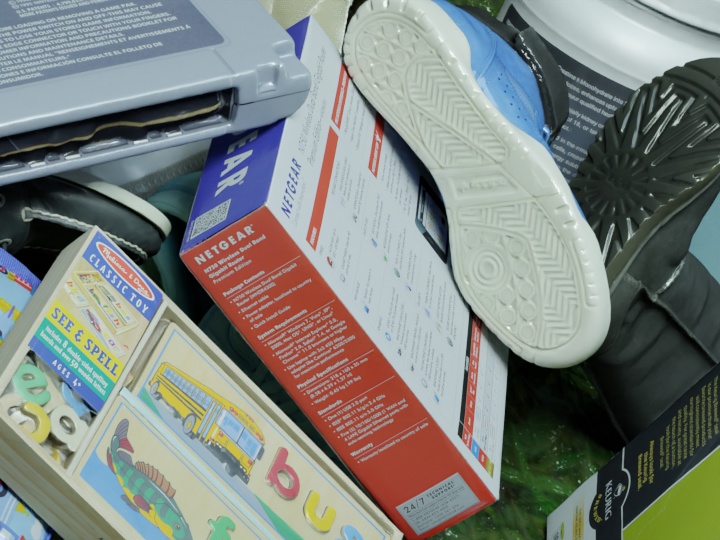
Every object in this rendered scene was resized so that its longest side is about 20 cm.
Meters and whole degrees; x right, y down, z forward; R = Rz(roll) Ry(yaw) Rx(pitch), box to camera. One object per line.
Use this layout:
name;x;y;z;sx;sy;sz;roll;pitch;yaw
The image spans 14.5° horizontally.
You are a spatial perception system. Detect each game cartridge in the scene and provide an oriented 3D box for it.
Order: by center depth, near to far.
game cartridge;-0.139;-0.096;1.249;0.200;0.041;0.133;-14;47;-27

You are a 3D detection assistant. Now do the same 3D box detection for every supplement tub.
supplement tub;0.125;-0.085;1.519;0.140;0.200;0.140;22;23;-10

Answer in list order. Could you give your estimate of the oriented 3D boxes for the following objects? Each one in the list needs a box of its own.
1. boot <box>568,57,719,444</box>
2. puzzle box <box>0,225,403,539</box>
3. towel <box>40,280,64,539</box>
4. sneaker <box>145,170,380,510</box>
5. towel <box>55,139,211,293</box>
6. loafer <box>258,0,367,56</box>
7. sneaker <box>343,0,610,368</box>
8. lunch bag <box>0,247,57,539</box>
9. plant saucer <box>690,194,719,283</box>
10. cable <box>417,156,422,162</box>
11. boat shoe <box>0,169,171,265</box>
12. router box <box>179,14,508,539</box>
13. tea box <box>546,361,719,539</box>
boot;0.170;0.000;1.466;0.073;0.182;0.200;46;4;40
puzzle box;-0.071;0.089;1.187;0.200;0.025;0.133;45;34;-15
towel;-0.133;0.096;1.244;0.148;0.036;0.200;38;36;-9
sneaker;-0.052;0.047;1.331;0.082;0.074;0.200;-14;74;-47
towel;-0.107;-0.071;1.372;0.149;0.031;0.200;-29;100;-47
loafer;-0.004;-0.061;1.457;0.076;0.068;0.200;-17;90;-56
sneaker;0.076;-0.048;1.376;0.200;0.077;0.111;57;27;13
lunch bag;-0.193;0.050;1.166;0.200;0.094;0.151;30;37;-9
plant saucer;0.192;-0.031;1.700;0.200;0.027;0.200;26;39;-23
cable;-0.001;-0.131;1.558;0.050;0.097;0.200;3;47;-30
boat shoe;-0.186;-0.023;1.267;0.199;0.074;0.066;18;71;-16
router box;0.000;0.000;1.313;0.180;0.049;0.200;53;21;-20
tea box;0.196;0.164;1.356;0.133;0.197;0.200;28;39;-20
